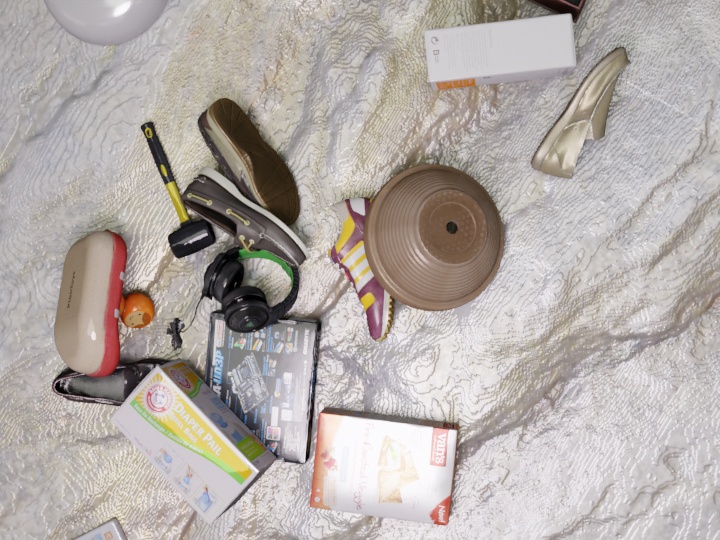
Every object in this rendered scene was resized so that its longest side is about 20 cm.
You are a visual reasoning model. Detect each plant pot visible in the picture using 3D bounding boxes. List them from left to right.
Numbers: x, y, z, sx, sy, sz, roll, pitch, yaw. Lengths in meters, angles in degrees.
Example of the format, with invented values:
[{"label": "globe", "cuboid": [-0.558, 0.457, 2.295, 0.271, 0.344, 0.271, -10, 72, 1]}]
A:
[{"label": "plant pot", "cuboid": [0.109, -0.049, 1.610, 0.197, 0.093, 0.205, 2, 83, -14]}]

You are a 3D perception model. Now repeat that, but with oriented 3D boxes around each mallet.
[{"label": "mallet", "cuboid": [-0.279, -0.113, 1.717, 0.065, 0.041, 0.202, -30, 84, 3]}]

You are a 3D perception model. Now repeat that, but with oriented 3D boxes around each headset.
[{"label": "headset", "cuboid": [-0.177, 0.042, 1.664, 0.198, 0.095, 0.124, -27, 59, -27]}]

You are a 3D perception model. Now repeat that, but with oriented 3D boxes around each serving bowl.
[{"label": "serving bowl", "cuboid": [-0.371, -0.427, 1.704, 0.196, 0.066, 0.204, 0, 92, 6]}]

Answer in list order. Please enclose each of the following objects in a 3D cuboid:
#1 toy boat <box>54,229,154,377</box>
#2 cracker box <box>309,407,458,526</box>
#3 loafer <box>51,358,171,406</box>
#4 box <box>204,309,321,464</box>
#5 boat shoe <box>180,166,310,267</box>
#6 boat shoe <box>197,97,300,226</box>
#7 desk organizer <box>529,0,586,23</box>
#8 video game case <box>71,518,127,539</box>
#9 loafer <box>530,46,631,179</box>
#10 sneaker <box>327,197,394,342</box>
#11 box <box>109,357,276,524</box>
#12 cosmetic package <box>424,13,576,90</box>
[{"label": "toy boat", "cuboid": [-0.351, 0.051, 1.691, 0.129, 0.130, 0.203, 16, 71, -34]}, {"label": "cracker box", "cuboid": [0.034, 0.273, 1.676, 0.196, 0.058, 0.136, 6, 92, 6]}, {"label": "loafer", "cuboid": [-0.344, 0.166, 1.713, 0.196, 0.063, 0.073, -2, 91, 7]}, {"label": "box", "cuboid": [-0.142, 0.165, 1.699, 0.156, 0.046, 0.204, 5, 92, 7]}, {"label": "boat shoe", "cuboid": [-0.160, -0.061, 1.667, 0.200, 0.072, 0.061, 37, 70, 10]}, {"label": "boat shoe", "cuboid": [-0.157, -0.148, 1.688, 0.064, 0.073, 0.202, -18, 107, 50]}, {"label": "desk organizer", "cuboid": [0.223, -0.419, 1.631, 0.198, 0.077, 0.073, 27, 94, 5]}, {"label": "video game case", "cuboid": [-0.403, 0.488, 1.747, 0.198, 0.023, 0.184, -27, 88, 6]}, {"label": "loafer", "cuboid": [0.310, -0.210, 1.631, 0.068, 0.076, 0.201, 35, 104, 3]}, {"label": "sneaker", "cuboid": [0.000, 0.000, 1.669, 0.088, 0.075, 0.204, -3, 82, 4]}, {"label": "box", "cuboid": [-0.227, 0.229, 1.633, 0.200, 0.112, 0.101, 45, 97, 6]}, {"label": "cosmetic package", "cuboid": [0.189, -0.295, 1.626, 0.196, 0.101, 0.073, -6, 91, 7]}]
